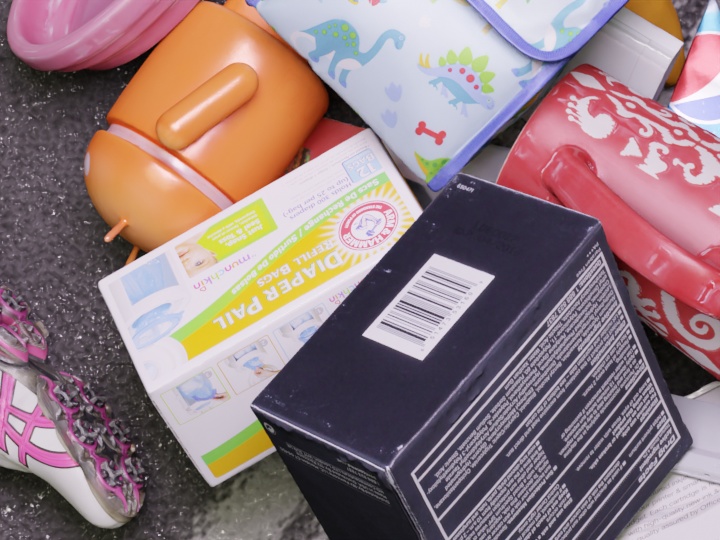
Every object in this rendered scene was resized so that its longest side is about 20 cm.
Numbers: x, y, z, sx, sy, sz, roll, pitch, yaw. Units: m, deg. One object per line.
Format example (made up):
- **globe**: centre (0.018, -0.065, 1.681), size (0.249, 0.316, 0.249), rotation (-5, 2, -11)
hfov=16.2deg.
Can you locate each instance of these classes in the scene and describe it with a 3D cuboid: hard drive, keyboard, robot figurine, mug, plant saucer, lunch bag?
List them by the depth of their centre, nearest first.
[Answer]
- **mug**: centre (0.188, -0.036, 1.508), size (0.200, 0.178, 0.134), rotation (35, 78, 15)
- **lunch bag**: centre (0.061, -0.176, 1.515), size (0.170, 0.127, 0.200), rotation (46, 106, 0)
- **keyboard**: centre (0.183, 0.098, 1.571), size (0.199, 0.011, 0.056), rotation (12, 47, 43)
- **robot figurine**: centre (-0.099, -0.091, 1.611), size (0.117, 0.144, 0.200), rotation (40, 80, -33)
- **hard drive**: centre (0.100, -0.153, 1.619), size (0.200, 0.132, 0.026), rotation (32, 58, 8)
- **plant saucer**: centre (-0.146, -0.204, 1.642), size (0.051, 0.200, 0.201), rotation (41, 88, -28)

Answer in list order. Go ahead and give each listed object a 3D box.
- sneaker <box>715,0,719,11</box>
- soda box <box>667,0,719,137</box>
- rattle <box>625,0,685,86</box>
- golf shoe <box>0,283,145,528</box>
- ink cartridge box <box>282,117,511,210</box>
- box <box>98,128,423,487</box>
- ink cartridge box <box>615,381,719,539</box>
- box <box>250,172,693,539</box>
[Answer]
- **sneaker**: centre (0.249, -0.182, 1.563), size (0.074, 0.079, 0.201), rotation (-21, 80, 5)
- **soda box**: centre (0.237, -0.116, 1.629), size (0.064, 0.068, 0.201), rotation (20, 85, 8)
- **rattle**: centre (0.106, -0.198, 1.675), size (0.199, 0.143, 0.131), rotation (-6, 49, 20)
- **golf shoe**: centre (-0.219, 0.100, 1.653), size (0.092, 0.073, 0.200), rotation (-47, 70, 16)
- **ink cartridge box**: centre (0.000, 0.000, 1.653), size (0.173, 0.044, 0.201), rotation (14, 84, 6)
- **box**: centre (-0.042, 0.022, 1.558), size (0.199, 0.102, 0.113), rotation (-30, 45, -1)
- **ink cartridge box**: centre (0.210, 0.178, 1.531), size (0.146, 0.200, 0.083), rotation (-27, 125, 3)
- **box**: centre (0.069, 0.090, 1.473), size (0.123, 0.199, 0.200), rotation (21, 59, 43)
